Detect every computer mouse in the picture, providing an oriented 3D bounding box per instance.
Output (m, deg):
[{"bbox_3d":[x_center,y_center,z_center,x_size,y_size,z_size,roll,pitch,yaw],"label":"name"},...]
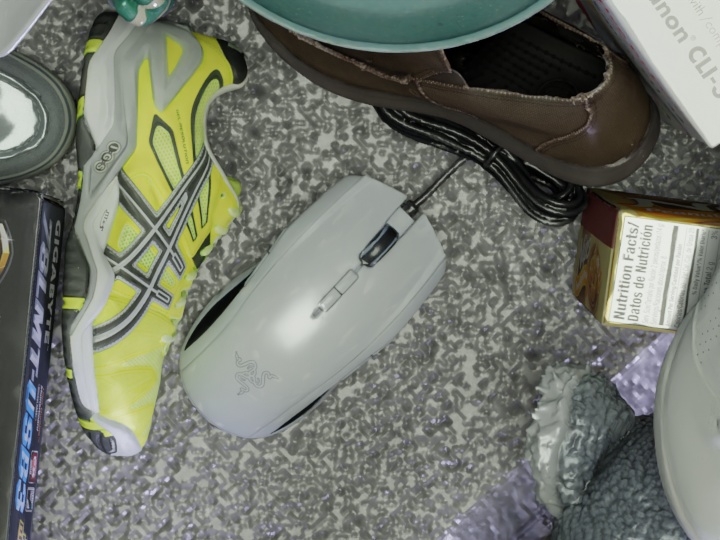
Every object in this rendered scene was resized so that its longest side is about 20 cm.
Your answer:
[{"bbox_3d":[0.000,0.000,1.350,0.110,0.044,0.200,43,93,-7],"label":"computer mouse"}]

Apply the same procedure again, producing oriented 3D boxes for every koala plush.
[{"bbox_3d":[0.121,0.153,1.320,0.177,0.184,0.200,25,83,-5],"label":"koala plush"}]

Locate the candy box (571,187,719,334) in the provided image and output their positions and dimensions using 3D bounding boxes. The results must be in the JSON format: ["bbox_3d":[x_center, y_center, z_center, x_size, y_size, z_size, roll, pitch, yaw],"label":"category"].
[{"bbox_3d":[0.201,0.005,1.323,0.200,0.115,0.055,7,95,-3],"label":"candy box"}]

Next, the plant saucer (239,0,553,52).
[{"bbox_3d":[0.010,-0.177,1.187,0.200,0.036,0.200,1,76,-5],"label":"plant saucer"}]

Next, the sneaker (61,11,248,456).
[{"bbox_3d":[-0.092,-0.014,1.330,0.076,0.075,0.200,4,98,-2],"label":"sneaker"}]

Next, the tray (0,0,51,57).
[{"bbox_3d":[-0.185,-0.189,1.196,0.200,0.022,0.107,42,106,1],"label":"tray"}]

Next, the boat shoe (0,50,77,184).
[{"bbox_3d":[-0.227,-0.077,1.318,0.201,0.072,0.070,10,96,-3],"label":"boat shoe"}]

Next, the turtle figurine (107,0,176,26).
[{"bbox_3d":[-0.088,-0.167,1.299,0.200,0.101,0.150,4,69,12],"label":"turtle figurine"}]

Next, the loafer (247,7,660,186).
[{"bbox_3d":[0.040,-0.107,1.297,0.200,0.071,0.073,22,67,19],"label":"loafer"}]

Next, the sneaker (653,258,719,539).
[{"bbox_3d":[0.171,0.027,1.221,0.075,0.088,0.200,10,97,-5],"label":"sneaker"}]

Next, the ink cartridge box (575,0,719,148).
[{"bbox_3d":[0.134,-0.120,1.263,0.067,0.200,0.117,-36,96,2],"label":"ink cartridge box"}]

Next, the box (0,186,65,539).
[{"bbox_3d":[-0.239,0.056,1.313,0.198,0.050,0.200,4,86,7],"label":"box"}]
